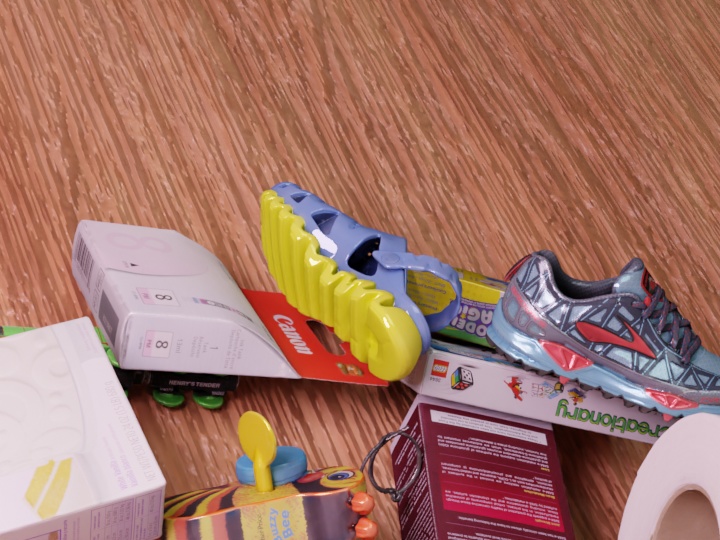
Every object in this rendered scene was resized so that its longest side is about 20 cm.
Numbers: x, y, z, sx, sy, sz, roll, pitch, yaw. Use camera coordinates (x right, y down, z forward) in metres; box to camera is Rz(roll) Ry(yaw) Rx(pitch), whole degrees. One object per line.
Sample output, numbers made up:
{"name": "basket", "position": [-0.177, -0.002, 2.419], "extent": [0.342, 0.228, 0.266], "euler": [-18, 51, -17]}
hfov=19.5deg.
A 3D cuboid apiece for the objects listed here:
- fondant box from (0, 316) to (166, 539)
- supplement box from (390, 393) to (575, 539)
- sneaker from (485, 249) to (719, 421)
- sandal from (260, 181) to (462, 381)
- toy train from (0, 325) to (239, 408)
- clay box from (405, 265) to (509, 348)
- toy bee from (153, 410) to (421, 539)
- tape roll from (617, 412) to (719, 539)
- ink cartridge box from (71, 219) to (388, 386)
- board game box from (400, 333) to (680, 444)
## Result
{"name": "fondant box", "position": [-0.236, 0.120, 1.292], "extent": [0.199, 0.058, 0.145], "euler": [-15, 52, -21]}
{"name": "supplement box", "position": [0.087, 0.183, 1.430], "extent": [0.108, 0.061, 0.201], "euler": [13, 39, -16]}
{"name": "sneaker", "position": [0.192, 0.043, 1.460], "extent": [0.199, 0.096, 0.079], "euler": [17, 15, 1]}
{"name": "sandal", "position": [0.000, 0.000, 1.487], "extent": [0.087, 0.080, 0.200], "euler": [-26, 50, -26]}
{"name": "toy train", "position": [-0.180, 0.061, 1.442], "extent": [0.199, 0.042, 0.056], "euler": [6, 32, -24]}
{"name": "clay box", "position": [0.117, 0.036, 1.566], "extent": [0.199, 0.048, 0.115], "euler": [17, 5, 1]}
{"name": "toy bee", "position": [-0.039, 0.145, 1.337], "extent": [0.200, 0.131, 0.109], "euler": [-35, 19, -15]}
{"name": "tape roll", "position": [0.241, 0.197, 1.387], "extent": [0.070, 0.203, 0.203], "euler": [10, 41, -17]}
{"name": "ink cartridge box", "position": [-0.092, 0.023, 1.486], "extent": [0.199, 0.057, 0.163], "euler": [1, 23, -21]}
{"name": "board game box", "position": [0.121, 0.083, 1.533], "extent": [0.199, 0.035, 0.126], "euler": [13, 4, -15]}
